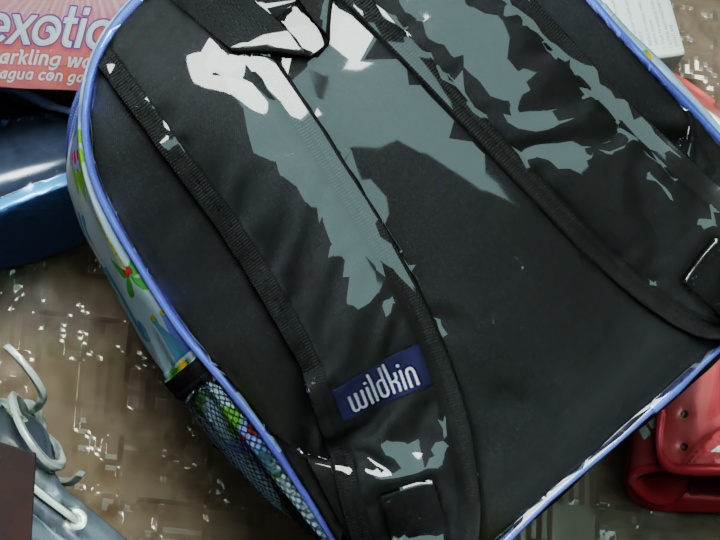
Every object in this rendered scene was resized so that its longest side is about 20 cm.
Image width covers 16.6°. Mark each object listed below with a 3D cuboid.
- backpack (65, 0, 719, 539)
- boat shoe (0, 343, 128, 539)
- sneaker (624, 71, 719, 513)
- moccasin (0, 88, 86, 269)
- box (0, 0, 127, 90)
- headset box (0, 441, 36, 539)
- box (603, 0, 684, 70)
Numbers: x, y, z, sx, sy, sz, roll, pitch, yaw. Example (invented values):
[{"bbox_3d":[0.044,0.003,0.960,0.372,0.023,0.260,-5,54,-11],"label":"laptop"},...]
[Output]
[{"bbox_3d":[0.007,-0.020,0.783,0.183,0.147,0.200,-39,94,-8],"label":"backpack"},{"bbox_3d":[-0.115,0.076,0.806,0.200,0.075,0.062,45,67,4],"label":"boat shoe"},{"bbox_3d":[0.107,0.009,0.887,0.200,0.078,0.116,36,64,3],"label":"sneaker"},{"bbox_3d":[-0.140,-0.038,0.842,0.199,0.081,0.068,-17,74,-20],"label":"moccasin"},{"bbox_3d":[-0.116,-0.121,0.812,0.199,0.095,0.103,0,29,-39],"label":"box"},{"bbox_3d":[-0.174,0.153,0.716,0.077,0.148,0.201,25,58,-45],"label":"headset box"},{"bbox_3d":[0.079,-0.164,0.968,0.041,0.039,0.201,-9,71,-15],"label":"box"}]
